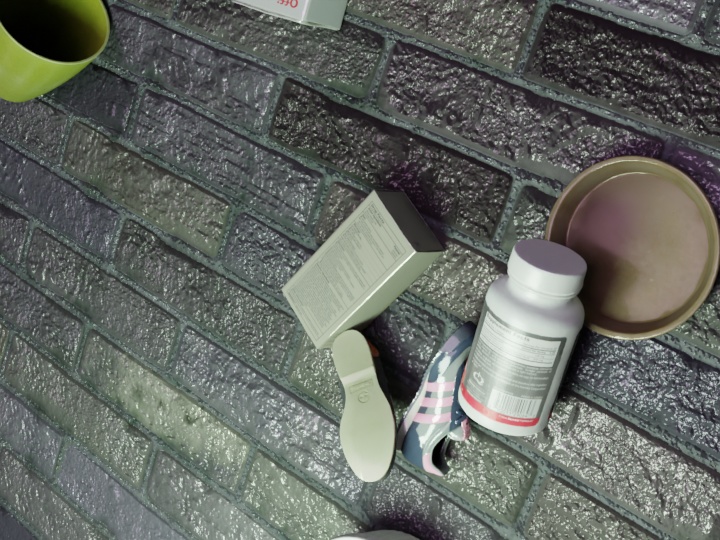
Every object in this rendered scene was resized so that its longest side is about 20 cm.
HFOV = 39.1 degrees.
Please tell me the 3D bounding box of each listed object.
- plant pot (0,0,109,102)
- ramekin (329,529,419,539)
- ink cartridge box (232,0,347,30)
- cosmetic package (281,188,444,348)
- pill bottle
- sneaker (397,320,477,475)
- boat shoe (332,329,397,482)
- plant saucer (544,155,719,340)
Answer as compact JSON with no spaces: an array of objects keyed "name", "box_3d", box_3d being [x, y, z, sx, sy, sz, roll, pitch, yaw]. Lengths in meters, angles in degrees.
[{"name":"plant pot","box_3d":[-0.527,-0.360,1.626,0.200,0.186,0.188,-34,71,47]},{"name":"ramekin","box_3d":[0.027,0.422,1.272,0.199,0.105,0.202,1,91,35]},{"name":"ink cartridge box","box_3d":[-0.077,-0.433,1.337,0.145,0.083,0.201,25,106,32]},{"name":"cosmetic package","box_3d":[0.000,0.000,1.300,0.200,0.073,0.104,-44,67,28]},{"name":"pill bottle","box_3d":[0.183,0.072,1.122,0.110,0.110,0.201,31,121,31]},{"name":"sneaker","box_3d":[0.113,0.158,1.231,0.082,0.070,0.201,35,117,25]},{"name":"boat shoe","box_3d":[0.008,0.173,1.271,0.071,0.063,0.201,-17,59,7]},{"name":"plant saucer","box_3d":[0.297,-0.025,1.112,0.199,0.029,0.202,1,91,35]}]
